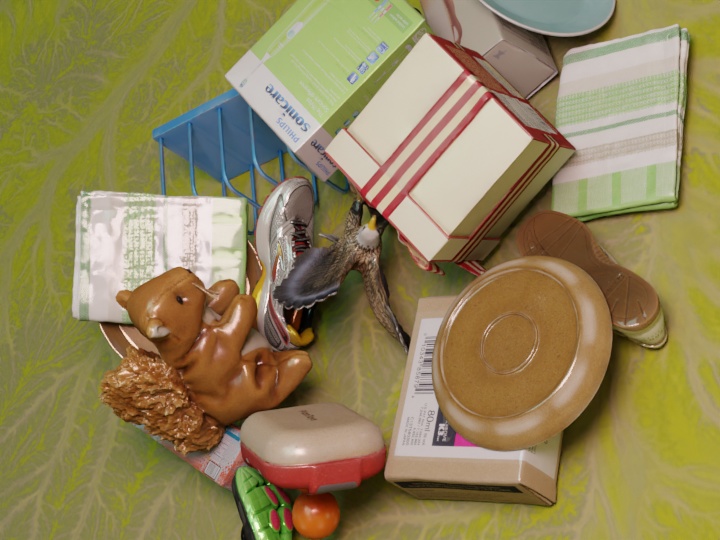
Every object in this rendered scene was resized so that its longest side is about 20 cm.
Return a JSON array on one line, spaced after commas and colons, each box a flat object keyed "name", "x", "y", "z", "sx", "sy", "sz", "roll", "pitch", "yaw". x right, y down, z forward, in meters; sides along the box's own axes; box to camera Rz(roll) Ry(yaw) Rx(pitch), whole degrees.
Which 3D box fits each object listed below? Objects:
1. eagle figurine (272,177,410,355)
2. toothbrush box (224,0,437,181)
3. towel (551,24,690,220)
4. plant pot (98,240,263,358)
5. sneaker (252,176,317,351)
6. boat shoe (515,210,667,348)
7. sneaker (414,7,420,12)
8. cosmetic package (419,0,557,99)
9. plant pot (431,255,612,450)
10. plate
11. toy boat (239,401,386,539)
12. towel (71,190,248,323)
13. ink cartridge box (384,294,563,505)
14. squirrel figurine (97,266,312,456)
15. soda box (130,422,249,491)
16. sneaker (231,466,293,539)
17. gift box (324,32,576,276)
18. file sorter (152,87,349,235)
[{"name": "eagle figurine", "x": -0.001, "y": -0.004, "z": 1.621, "sx": 0.150, "sy": 0.151, "sz": 0.202, "roll": -1, "pitch": 59, "yaw": 25}, {"name": "toothbrush box", "x": -0.026, "y": -0.225, "z": 1.643, "sx": 0.200, "sy": 0.086, "sz": 0.146, "roll": -45, "pitch": 59, "yaw": 2}, {"name": "towel", "x": 0.272, "y": -0.150, "z": 1.568, "sx": 0.148, "sy": 0.031, "sz": 0.203, "roll": -9, "pitch": 64, "yaw": 37}, {"name": "plant pot", "x": -0.209, "y": 0.027, "z": 1.743, "sx": 0.197, "sy": 0.027, "sz": 0.203, "roll": 0, "pitch": 85, "yaw": -3}, {"name": "sneaker", "x": -0.072, "y": -0.006, "z": 1.711, "sx": 0.082, "sy": 0.077, "sz": 0.203, "roll": 4, "pitch": 90, "yaw": 45}, {"name": "boat shoe", "x": 0.228, "y": 0.011, "z": 1.497, "sx": 0.073, "sy": 0.063, "sz": 0.200, "roll": -40, "pitch": 46, "yaw": -2}, {"name": "sneaker", "x": 0.060, "y": -0.236, "z": 1.749, "sx": 0.089, "sy": 0.078, "sz": 0.202, "roll": -28, "pitch": 54, "yaw": 16}, {"name": "cosmetic package", "x": 0.135, "y": -0.286, "z": 1.693, "sx": 0.087, "sy": 0.103, "sz": 0.202, "roll": -40, "pitch": 47, "yaw": 29}, {"name": "plant pot", "x": 0.148, "y": 0.073, "z": 1.451, "sx": 0.198, "sy": 0.027, "sz": 0.202, "roll": -18, "pitch": 56, "yaw": 29}, {"name": "plate", "x": 0.185, "y": -0.320, "z": 1.646, "sx": 0.026, "sy": 0.198, "sz": 0.202, "roll": 115, "pitch": 147, "yaw": -46}, {"name": "toy boat", "x": -0.050, "y": 0.213, "z": 1.553, "sx": 0.200, "sy": 0.129, "sz": 0.133, "roll": -164, "pitch": 69, "yaw": -72}, {"name": "towel", "x": -0.228, "y": -0.013, "z": 1.720, "sx": 0.197, "sy": 0.031, "sz": 0.151, "roll": 2, "pitch": 87, "yaw": -3}, {"name": "ink cartridge box", "x": 0.124, "y": 0.127, "z": 1.509, "sx": 0.163, "sy": 0.075, "sz": 0.202, "roll": -5, "pitch": 63, "yaw": 37}, {"name": "squirrel figurine", "x": -0.189, "y": 0.094, "z": 1.598, "sx": 0.200, "sy": 0.186, "sz": 0.142, "roll": -49, "pitch": 45, "yaw": 4}, {"name": "soda box", "x": -0.183, "y": 0.189, "z": 1.715, "sx": 0.199, "sy": 0.068, "sz": 0.064, "roll": 27, "pitch": 84, "yaw": 42}, {"name": "sneaker", "x": -0.109, "y": 0.302, "z": 1.585, "sx": 0.083, "sy": 0.076, "sz": 0.202, "roll": -30, "pitch": 60, "yaw": 27}, {"name": "gift box", "x": 0.098, "y": -0.107, "z": 1.543, "sx": 0.187, "sy": 0.199, "sz": 0.185, "roll": -48, "pitch": 68, "yaw": 15}, {"name": "file sorter", "x": -0.129, "y": -0.129, "z": 1.796, "sx": 0.198, "sy": 0.138, "sz": 0.124, "roll": -22, "pitch": 58, "yaw": 27}]
